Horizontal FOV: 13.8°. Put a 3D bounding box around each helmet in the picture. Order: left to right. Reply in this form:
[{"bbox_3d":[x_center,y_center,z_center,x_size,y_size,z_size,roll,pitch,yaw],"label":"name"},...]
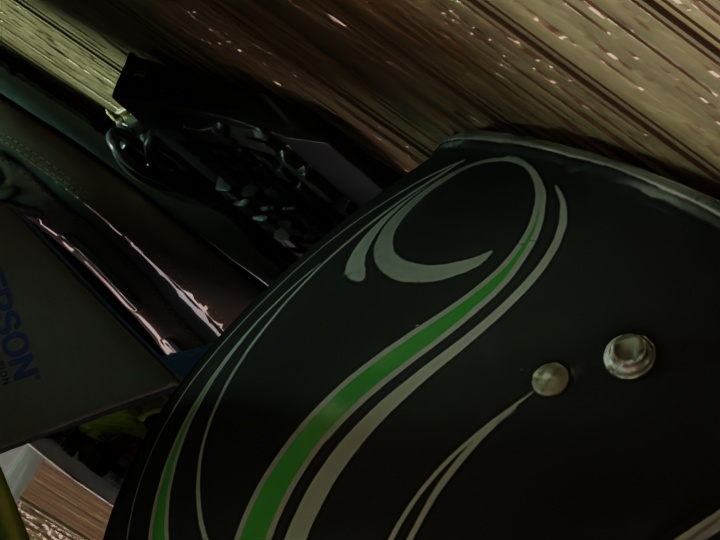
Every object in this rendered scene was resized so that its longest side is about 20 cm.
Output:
[{"bbox_3d":[0.036,0.087,0.638,0.200,0.191,0.200,30,171,5],"label":"helmet"}]

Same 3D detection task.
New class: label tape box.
[{"bbox_3d":[-0.117,0.021,0.789,0.144,0.200,0.063,-178,69,-81],"label":"label tape box"}]

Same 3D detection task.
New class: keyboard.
[{"bbox_3d":[0.000,0.000,0.815,0.127,0.021,0.200,20,164,46],"label":"keyboard"}]

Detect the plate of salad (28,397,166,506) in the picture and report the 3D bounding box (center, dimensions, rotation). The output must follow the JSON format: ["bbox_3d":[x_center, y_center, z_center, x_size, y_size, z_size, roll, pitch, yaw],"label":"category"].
[{"bbox_3d":[-0.052,0.038,0.977,0.200,0.048,0.200,29,-162,-11],"label":"plate of salad"}]

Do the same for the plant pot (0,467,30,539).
[{"bbox_3d":[-0.156,0.116,0.616,0.182,0.199,0.200,-57,-52,-71],"label":"plant pot"}]

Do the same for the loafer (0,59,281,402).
[{"bbox_3d":[-0.096,-0.015,0.887,0.200,0.063,0.072,32,170,-8],"label":"loafer"}]

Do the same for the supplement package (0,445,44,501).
[{"bbox_3d":[-0.212,0.023,1.149,0.200,0.120,0.121,31,148,-1],"label":"supplement package"}]
